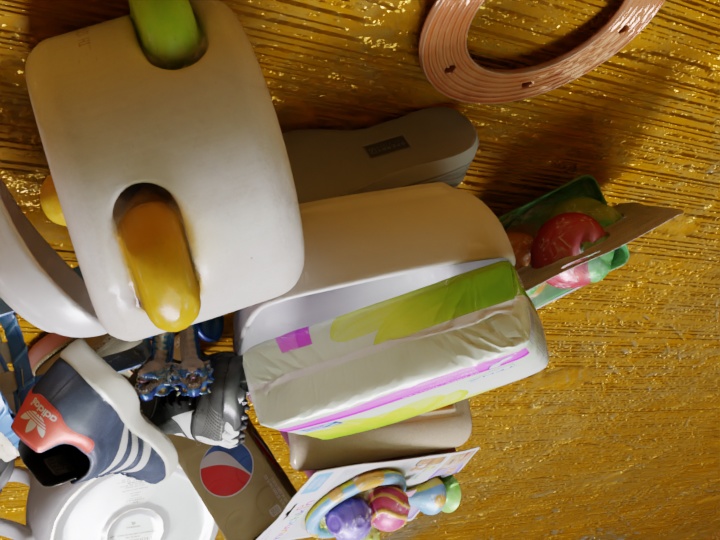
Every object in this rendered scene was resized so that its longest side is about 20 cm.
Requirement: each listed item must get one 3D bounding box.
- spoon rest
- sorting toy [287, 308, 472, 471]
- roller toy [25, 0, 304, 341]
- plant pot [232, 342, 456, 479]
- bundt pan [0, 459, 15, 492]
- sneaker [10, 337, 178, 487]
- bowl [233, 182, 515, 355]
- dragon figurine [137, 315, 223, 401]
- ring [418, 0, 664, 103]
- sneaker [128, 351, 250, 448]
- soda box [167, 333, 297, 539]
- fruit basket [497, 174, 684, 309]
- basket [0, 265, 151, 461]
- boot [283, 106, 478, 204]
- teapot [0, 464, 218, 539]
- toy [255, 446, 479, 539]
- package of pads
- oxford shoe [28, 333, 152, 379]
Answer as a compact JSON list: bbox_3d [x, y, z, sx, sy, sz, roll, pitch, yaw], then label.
[{"bbox_3d":[-0.225,-0.030,0.786,0.200,0.099,0.061,41,91,-20],"label":"spoon rest"},{"bbox_3d":[0.011,0.056,1.075,0.183,0.203,0.036,-3,172,-34],"label":"sorting toy"},{"bbox_3d":[-0.121,-0.056,0.763,0.138,0.202,0.183,-17,171,-9],"label":"roller toy"},{"bbox_3d":[0.000,0.117,1.190,0.198,0.180,0.201,-18,154,-9],"label":"plant pot"},{"bbox_3d":[-0.390,0.173,1.110,0.200,0.076,0.202,-18,154,-9],"label":"bundt pan"},{"bbox_3d":[-0.189,0.120,0.898,0.085,0.075,0.201,-46,156,-15],"label":"sneaker"},{"bbox_3d":[0.000,0.000,0.944,0.197,0.075,0.200,-10,164,-14],"label":"bowl"},{"bbox_3d":[-0.126,0.015,0.906,0.058,0.200,0.101,1,114,-3],"label":"dragon figurine"},{"bbox_3d":[0.131,-0.188,0.906,0.198,0.019,0.201,-19,154,-9],"label":"ring"},{"bbox_3d":[-0.131,0.096,0.970,0.089,0.067,0.200,11,168,-11],"label":"sneaker"},{"bbox_3d":[-0.125,0.155,1.133,0.067,0.201,0.064,-37,154,-1],"label":"soda box"},{"bbox_3d":[0.168,-0.009,1.097,0.184,0.094,0.200,-27,-168,-2],"label":"fruit basket"},{"bbox_3d":[-0.253,0.058,0.924,0.198,0.140,0.177,-13,156,-9],"label":"basket"},{"bbox_3d":[-0.005,-0.058,0.976,0.198,0.074,0.096,-13,145,-21],"label":"boot"},{"bbox_3d":[-0.239,0.212,1.236,0.198,0.146,0.200,-46,126,1],"label":"teapot"},{"bbox_3d":[0.014,0.206,1.092,0.199,0.047,0.115,-3,141,-46],"label":"toy"},{"bbox_3d":[0.033,0.064,0.924,0.198,0.069,0.154,-18,166,10],"label":"package of pads"},{"bbox_3d":[-0.186,0.059,1.055,0.199,0.074,0.071,-34,151,23],"label":"oxford shoe"}]
